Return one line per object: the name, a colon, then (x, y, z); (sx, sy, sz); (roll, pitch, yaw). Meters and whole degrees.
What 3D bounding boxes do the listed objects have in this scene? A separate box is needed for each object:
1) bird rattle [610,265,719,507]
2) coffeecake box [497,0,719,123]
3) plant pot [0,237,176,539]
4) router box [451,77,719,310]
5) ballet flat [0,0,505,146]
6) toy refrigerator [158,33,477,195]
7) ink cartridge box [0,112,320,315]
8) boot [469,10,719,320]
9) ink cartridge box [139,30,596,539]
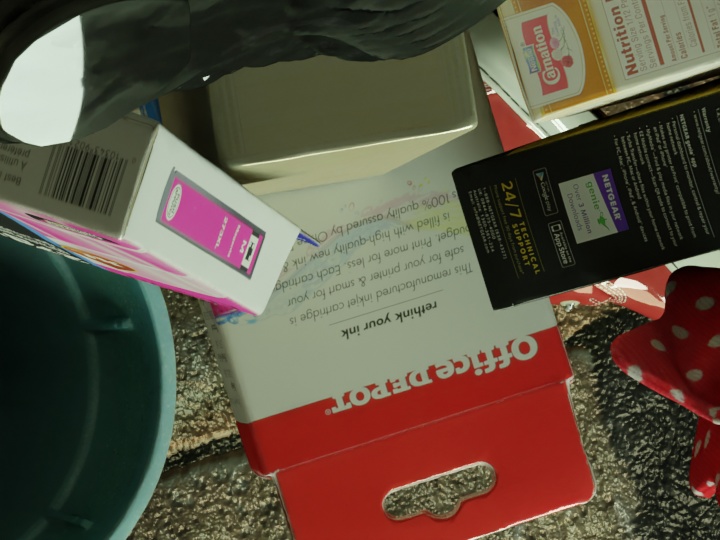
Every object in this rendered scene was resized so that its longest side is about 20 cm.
bird rattle: (0.189, 0.019, 0.931); (0.163, 0.113, 0.200); (-38, -167, -27)
coffeecake box: (0.156, -0.114, 0.956); (0.199, 0.073, 0.153); (-16, -179, 19)
plant pot: (-0.215, 0.049, 1.271); (0.200, 0.201, 0.196); (-17, -172, -33)
router box: (0.148, -0.046, 1.009); (0.157, 0.052, 0.200); (-16, -177, 32)
ballet flat: (-0.021, -0.078, 0.676); (0.199, 0.057, 0.067); (-19, 139, -37)
toy refrigerator: (-0.021, -0.064, 0.899); (0.076, 0.070, 0.200); (-10, 179, -7)
ink cartridge box: (-0.078, -0.022, 0.809); (0.094, 0.037, 0.200); (17, 178, 13)
boot: (0.057, 0.001, 1.142); (0.144, 0.200, 0.072); (-45, -153, 9)
ink cartridge box: (0.000, 0.000, 1.035); (0.116, 0.201, 0.067); (-17, -179, -8)
